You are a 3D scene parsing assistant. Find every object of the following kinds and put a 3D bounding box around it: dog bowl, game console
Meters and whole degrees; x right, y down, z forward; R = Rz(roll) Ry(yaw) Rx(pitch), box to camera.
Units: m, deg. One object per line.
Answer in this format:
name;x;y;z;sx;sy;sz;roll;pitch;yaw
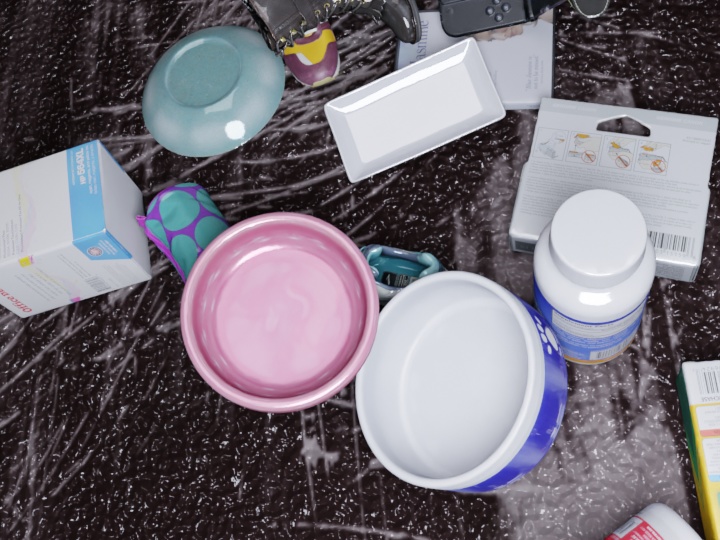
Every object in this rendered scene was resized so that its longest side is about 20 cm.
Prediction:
dog bowl;0.094;0.108;0.834;0.198;0.078;0.204;-14;66;35
game console;0.154;-0.389;0.989;0.169;0.119;0.204;-7;93;16

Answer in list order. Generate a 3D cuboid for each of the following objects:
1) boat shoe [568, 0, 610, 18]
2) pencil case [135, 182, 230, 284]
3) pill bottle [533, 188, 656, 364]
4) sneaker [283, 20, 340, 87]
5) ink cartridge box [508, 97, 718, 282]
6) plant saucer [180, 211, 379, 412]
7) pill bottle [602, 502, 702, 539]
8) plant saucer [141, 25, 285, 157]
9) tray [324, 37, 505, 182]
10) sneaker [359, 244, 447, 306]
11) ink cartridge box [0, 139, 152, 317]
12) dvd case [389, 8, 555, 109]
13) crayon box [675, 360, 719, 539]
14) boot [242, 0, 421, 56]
boat shoe;0.255;-0.361;0.974;0.070;0.202;0.067;-4;52;12
pencil case;-0.172;-0.001;0.980;0.091;0.086;0.201;-26;63;-14
pill bottle;0.219;0.007;0.825;0.110;0.201;0.114;-5;65;10
sneaker;-0.078;-0.328;1.098;0.074;0.090;0.203;-17;64;4
ink cartridge box;0.274;-0.092;0.944;0.196;0.044;0.176;11;69;17
plant saucer;-0.079;0.044;0.873;0.196;0.051;0.204;-1;71;2
pill bottle;0.214;0.303;0.745;0.199;0.113;0.113;-35;64;-4
plant saucer;-0.196;-0.243;1.116;0.197;0.039;0.205;-4;66;10
tray;0.063;-0.187;1.028;0.197;0.022;0.109;-22;77;8
sneaker;0.000;0.000;0.940;0.196;0.087;0.079;-1;65;12
ink cartridge box;-0.365;-0.042;1.016;0.196;0.129;0.127;-16;64;5
dvd case;0.138;-0.260;1.061;0.196;0.018;0.145;1;68;13
crayon box;0.372;0.183;0.797;0.123;0.052;0.204;-6;65;10
boot;-0.041;-0.312;1.042;0.174;0.069;0.201;-40;87;-15
